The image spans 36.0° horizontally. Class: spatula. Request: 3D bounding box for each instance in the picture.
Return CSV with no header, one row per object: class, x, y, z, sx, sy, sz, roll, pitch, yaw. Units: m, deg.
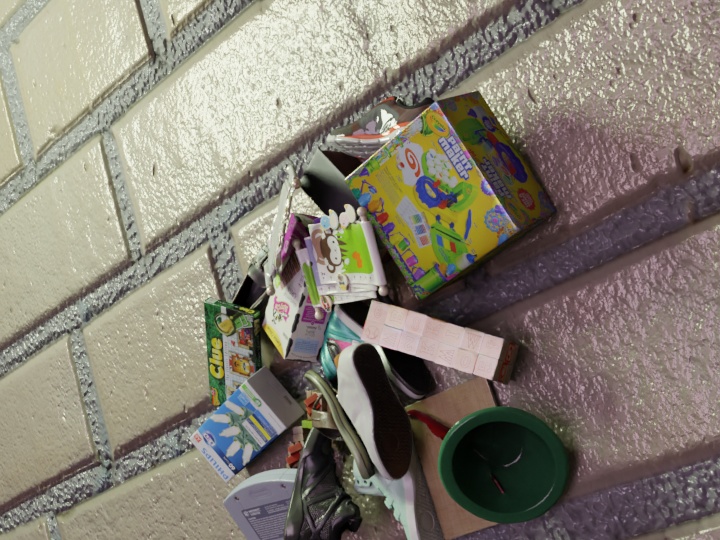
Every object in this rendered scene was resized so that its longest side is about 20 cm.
spatula,0.000,0.000,1.649,0.200,0.021,0.056,49,150,-18

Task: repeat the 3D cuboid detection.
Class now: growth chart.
growth chart,-0.031,-0.013,1.588,0.199,0.018,0.146,-19,93,53
growth chart,-0.121,-0.063,1.685,0.145,0.018,0.201,-104,27,-65

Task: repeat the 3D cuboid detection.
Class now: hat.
hat,0.184,0.228,1.539,0.199,0.176,0.166,34,106,-6

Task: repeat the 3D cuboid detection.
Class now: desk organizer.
desk organizer,0.001,-0.097,1.677,0.200,0.077,0.072,48,121,31

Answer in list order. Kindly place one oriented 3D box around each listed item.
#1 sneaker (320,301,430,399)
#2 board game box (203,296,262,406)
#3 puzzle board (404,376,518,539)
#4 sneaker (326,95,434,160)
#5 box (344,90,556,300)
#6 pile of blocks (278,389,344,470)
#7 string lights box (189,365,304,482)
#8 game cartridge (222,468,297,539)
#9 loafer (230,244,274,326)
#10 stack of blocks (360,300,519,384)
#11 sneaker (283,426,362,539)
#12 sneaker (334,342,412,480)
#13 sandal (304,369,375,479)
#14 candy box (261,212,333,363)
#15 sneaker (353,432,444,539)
sneaker,0.010,0.147,1.673,0.200,0.083,0.121,47,125,26
board game box,-0.212,0.148,1.863,0.104,0.023,0.201,15,119,29
puzzle board,0.152,0.267,1.582,0.150,0.017,0.201,-27,74,33
sneaker,0.038,-0.217,1.658,0.199,0.077,0.083,-1,70,38
box,0.120,-0.102,1.507,0.192,0.122,0.201,-36,82,37
pile of blocks,-0.080,0.281,1.772,0.082,0.062,0.201,30,111,38
string lights box,-0.191,0.258,1.850,0.103,0.059,0.200,48,127,5
game cartridge,-0.131,0.389,1.802,0.199,0.041,0.134,-22,108,40
loafer,-0.168,0.025,1.845,0.072,0.063,0.201,46,120,34
stack of blocks,0.115,0.101,1.544,0.199,0.115,0.059,16,88,24
sneaker,-0.044,0.326,1.680,0.113,0.076,0.201,8,69,7
sneaker,0.016,0.205,1.604,0.084,0.072,0.201,-20,85,55
sandal,-0.042,0.228,1.645,0.057,0.080,0.202,-31,53,1
candy box,-0.089,0.026,1.744,0.136,0.061,0.201,-136,58,-61
sneaker,0.052,0.338,1.644,0.118,0.073,0.202,-29,66,37
